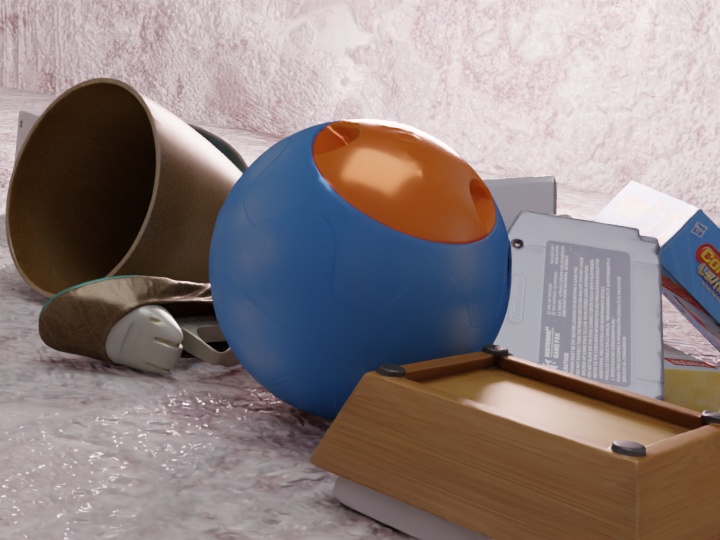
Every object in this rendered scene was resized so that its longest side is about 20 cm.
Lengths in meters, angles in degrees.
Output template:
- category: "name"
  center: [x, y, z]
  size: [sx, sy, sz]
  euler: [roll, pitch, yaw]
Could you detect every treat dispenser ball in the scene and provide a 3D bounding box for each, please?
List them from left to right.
- category: "treat dispenser ball"
  center: [0.000, 0.000, 0.831]
  size: [0.200, 0.201, 0.201]
  euler: [8, 10, -1]

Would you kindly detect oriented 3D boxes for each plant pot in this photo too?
- category: "plant pot"
  center: [-0.174, -0.048, 1.100]
  size: [0.186, 0.187, 0.200]
  euler: [16, -2, 38]

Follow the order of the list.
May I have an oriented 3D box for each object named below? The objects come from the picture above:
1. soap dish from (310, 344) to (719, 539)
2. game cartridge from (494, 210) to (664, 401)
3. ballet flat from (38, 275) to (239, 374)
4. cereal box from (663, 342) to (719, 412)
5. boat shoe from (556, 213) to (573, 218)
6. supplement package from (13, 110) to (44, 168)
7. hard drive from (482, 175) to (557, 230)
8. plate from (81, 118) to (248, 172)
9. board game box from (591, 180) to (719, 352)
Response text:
- category: "soap dish"
  center: [0.098, 0.103, 0.678]
  size: [0.200, 0.081, 0.157]
  euler: [15, 12, 38]
- category: "game cartridge"
  center: [0.157, 0.039, 0.933]
  size: [0.133, 0.041, 0.200]
  euler: [12, 46, 0]
- category: "ballet flat"
  center: [-0.132, 0.045, 0.906]
  size: [0.200, 0.068, 0.072]
  euler: [3, 30, -47]
- category: "cereal box"
  center: [0.188, 0.071, 1.050]
  size: [0.144, 0.040, 0.200]
  euler: [5, 11, -21]
- category: "boat shoe"
  center: [0.187, -0.007, 1.124]
  size: [0.074, 0.086, 0.202]
  euler: [9, 7, 16]
- category: "supplement package"
  center: [-0.282, -0.110, 1.437]
  size: [0.200, 0.120, 0.121]
  euler: [0, 14, -39]
- category: "hard drive"
  center: [0.062, -0.011, 1.047]
  size: [0.200, 0.132, 0.026]
  euler: [-2, -21, 16]
- category: "plate"
  center: [-0.203, -0.080, 1.194]
  size: [0.200, 0.200, 0.026]
  euler: [5, 49, -19]
- category: "board game box"
  center: [0.314, 0.017, 1.113]
  size: [0.196, 0.056, 0.200]
  euler: [44, 5, -11]
